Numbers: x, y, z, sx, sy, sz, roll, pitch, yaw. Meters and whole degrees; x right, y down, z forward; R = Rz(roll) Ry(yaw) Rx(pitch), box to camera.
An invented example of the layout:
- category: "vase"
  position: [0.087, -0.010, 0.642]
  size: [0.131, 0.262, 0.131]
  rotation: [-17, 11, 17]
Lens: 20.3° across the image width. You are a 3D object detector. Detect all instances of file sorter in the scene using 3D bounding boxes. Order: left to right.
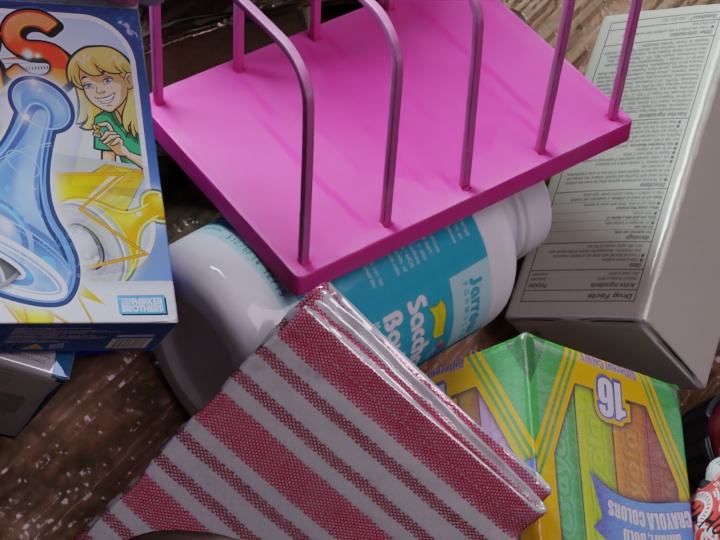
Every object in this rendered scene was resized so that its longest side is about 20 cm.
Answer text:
- category: "file sorter"
  position: [0.016, -0.112, 0.928]
  size: [0.199, 0.126, 0.139]
  rotation: [-25, 53, -26]

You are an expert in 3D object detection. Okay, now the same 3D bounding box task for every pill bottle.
- category: "pill bottle"
  position: [0.000, 0.000, 0.983]
  size: [0.199, 0.111, 0.111]
  rotation: [-30, 87, -29]

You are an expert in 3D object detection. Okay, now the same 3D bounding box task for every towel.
- category: "towel"
  position: [-0.031, 0.119, 0.898]
  size: [0.146, 0.200, 0.030]
  rotation: [42, 16, -10]

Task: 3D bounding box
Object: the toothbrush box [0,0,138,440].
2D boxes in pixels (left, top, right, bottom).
- category: "toothbrush box"
  position: [-0.181, -0.052, 0.826]
  size: [0.145, 0.085, 0.202]
  rotation: [16, 64, -20]

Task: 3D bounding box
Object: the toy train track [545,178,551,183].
- category: "toy train track"
  position: [0.046, -0.045, 1.102]
  size: [0.199, 0.032, 0.116]
  rotation: [-28, 97, -32]

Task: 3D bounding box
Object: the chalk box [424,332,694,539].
- category: "chalk box"
  position: [0.081, 0.152, 0.962]
  size: [0.124, 0.123, 0.202]
  rotation: [19, 58, -43]

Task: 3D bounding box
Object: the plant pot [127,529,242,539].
- category: "plant pot"
  position: [-0.071, 0.226, 0.794]
  size: [0.200, 0.200, 0.199]
  rotation: [36, 55, -14]

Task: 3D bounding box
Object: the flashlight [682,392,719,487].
- category: "flashlight"
  position: [0.254, 0.073, 1.077]
  size: [0.067, 0.200, 0.068]
  rotation: [-6, 73, -33]

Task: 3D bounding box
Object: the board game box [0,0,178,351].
- category: "board game box"
  position: [-0.173, -0.038, 0.753]
  size: [0.198, 0.034, 0.137]
  rotation: [0, 69, -26]

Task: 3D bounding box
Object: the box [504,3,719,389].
- category: "box"
  position: [0.161, -0.041, 1.105]
  size: [0.078, 0.094, 0.201]
  rotation: [42, 60, -42]

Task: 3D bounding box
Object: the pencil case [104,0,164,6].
- category: "pencil case"
  position: [-0.163, -0.153, 0.778]
  size: [0.198, 0.084, 0.091]
  rotation: [1, 32, -26]

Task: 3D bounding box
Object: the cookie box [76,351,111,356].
- category: "cookie box"
  position: [-0.194, -0.059, 0.921]
  size: [0.170, 0.075, 0.202]
  rotation: [-7, 73, -33]

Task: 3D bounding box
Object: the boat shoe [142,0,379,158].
- category: "boat shoe"
  position: [-0.043, -0.113, 1.044]
  size: [0.201, 0.075, 0.075]
  rotation: [-18, 80, -37]

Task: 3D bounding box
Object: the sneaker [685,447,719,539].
- category: "sneaker"
  position: [0.229, 0.132, 1.054]
  size: [0.067, 0.109, 0.201]
  rotation: [34, 9, 34]
